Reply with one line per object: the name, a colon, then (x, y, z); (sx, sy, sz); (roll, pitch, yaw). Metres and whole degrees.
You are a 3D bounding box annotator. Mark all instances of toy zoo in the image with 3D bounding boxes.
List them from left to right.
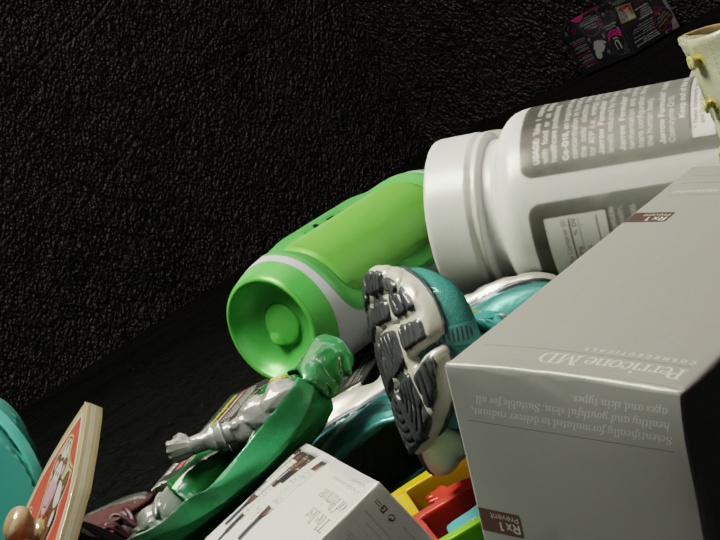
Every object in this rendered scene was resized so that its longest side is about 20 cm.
toy zoo: (0.081, 0.096, 0.769); (0.131, 0.021, 0.200); (-30, 6, -4)

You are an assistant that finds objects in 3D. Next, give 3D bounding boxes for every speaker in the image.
speaker: (0.000, 0.000, 1.063); (0.088, 0.089, 0.200); (-24, 7, 42)

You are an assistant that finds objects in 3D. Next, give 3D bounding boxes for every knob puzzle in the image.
knob puzzle: (-0.189, 0.164, 0.875); (0.220, 0.030, 0.220); (-59, 17, 30)

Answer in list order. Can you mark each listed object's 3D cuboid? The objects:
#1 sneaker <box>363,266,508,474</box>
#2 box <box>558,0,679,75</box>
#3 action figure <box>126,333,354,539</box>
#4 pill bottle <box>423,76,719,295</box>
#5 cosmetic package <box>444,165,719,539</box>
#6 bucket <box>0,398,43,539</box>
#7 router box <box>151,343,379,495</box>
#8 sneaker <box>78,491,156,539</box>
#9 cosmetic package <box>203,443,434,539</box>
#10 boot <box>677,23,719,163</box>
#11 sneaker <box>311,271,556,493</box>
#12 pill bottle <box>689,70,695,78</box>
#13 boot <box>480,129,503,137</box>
sneaker: (0.049, 0.036, 0.711); (0.079, 0.078, 0.200); (-18, -15, 5)
box: (0.509, -0.478, 3.185); (0.132, 0.115, 0.200); (-30, 7, -23)
action figure: (-0.077, 0.111, 0.867); (0.200, 0.055, 0.118); (-45, -18, -4)
pill bottle: (0.145, -0.045, 0.929); (0.199, 0.115, 0.114); (-8, 13, 21)
cosmetic package: (0.134, 0.032, 0.633); (0.106, 0.091, 0.200); (3, 24, 39)
bucket: (-0.330, 0.179, 1.216); (0.206, 0.208, 0.135); (-30, 15, -10)
router box: (-0.034, 0.104, 1.051); (0.149, 0.062, 0.200); (-26, 6, 15)
sneaker: (-0.152, 0.170, 1.021); (0.115, 0.076, 0.200); (-29, 4, -32)
cosmetic package: (-0.025, 0.131, 0.748); (0.083, 0.051, 0.200); (-45, 7, -9)
boot: (0.181, -0.039, 0.764); (0.199, 0.155, 0.072); (-23, 6, 36)
sneaker: (0.046, 0.080, 0.897); (0.200, 0.078, 0.080); (-39, 15, 2)
pill bottle: (0.340, -0.148, 1.154); (0.199, 0.113, 0.112); (-32, 6, -21)
boot: (0.165, -0.064, 1.065); (0.199, 0.073, 0.144); (11, 22, 6)
